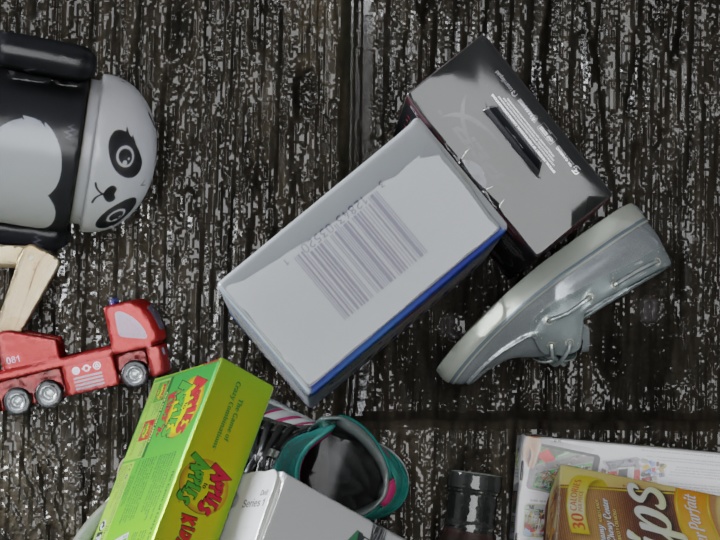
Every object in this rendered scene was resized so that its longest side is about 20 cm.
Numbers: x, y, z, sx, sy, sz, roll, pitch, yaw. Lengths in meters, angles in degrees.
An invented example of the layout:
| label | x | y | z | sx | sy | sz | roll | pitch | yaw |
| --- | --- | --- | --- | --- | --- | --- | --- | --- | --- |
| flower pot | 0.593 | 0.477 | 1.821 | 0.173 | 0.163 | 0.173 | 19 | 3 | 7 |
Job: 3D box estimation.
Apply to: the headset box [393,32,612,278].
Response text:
| label | x | y | z | sx | sy | sz | roll | pitch | yaw |
| --- | --- | --- | --- | --- | --- | --- | --- | --- | --- |
| headset box | 0.101 | -0.080 | 1.528 | 0.075 | 0.200 | 0.149 | -39 | 87 | -5 |

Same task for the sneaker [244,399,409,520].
| label | x | y | z | sx | sy | sz | roll | pitch | yaw |
| --- | --- | --- | --- | --- | --- | --- | --- | --- | --- |
| sneaker | -0.058 | 0.138 | 1.542 | 0.199 | 0.121 | 0.084 | 15 | 85 | -1 |

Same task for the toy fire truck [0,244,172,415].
| label | x | y | z | sx | sy | sz | roll | pitch | yaw |
| --- | --- | --- | --- | --- | --- | --- | --- | --- | --- |
| toy fire truck | -0.251 | 0.034 | 1.572 | 0.199 | 0.049 | 0.142 | -13 | 92 | -3 |

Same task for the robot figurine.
| label | x | y | z | sx | sy | sz | roll | pitch | yaw |
| --- | --- | --- | --- | --- | --- | --- | --- | --- | --- |
| robot figurine | -0.250 | -0.094 | 1.548 | 0.199 | 0.150 | 0.126 | 8 | 76 | -9 |

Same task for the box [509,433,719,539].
| label | x | y | z | sx | sy | sz | roll | pitch | yaw |
| --- | --- | --- | --- | --- | --- | --- | --- | --- | --- |
| box | 0.214 | 0.187 | 1.591 | 0.199 | 0.035 | 0.111 | 6 | 85 | -2 |

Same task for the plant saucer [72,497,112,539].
| label | x | y | z | sx | sy | sz | roll | pitch | yaw |
| --- | --- | --- | --- | --- | --- | --- | --- | --- | --- |
| plant saucer | -0.135 | 0.251 | 1.510 | 0.199 | 0.050 | 0.202 | 8 | 73 | -29 |

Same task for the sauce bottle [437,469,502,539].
| label | x | y | z | sx | sy | sz | roll | pitch | yaw |
| --- | --- | --- | --- | --- | --- | --- | --- | --- | --- |
| sauce bottle | 0.073 | 0.251 | 1.567 | 0.066 | 0.066 | 0.201 | 6 | 83 | -2 |

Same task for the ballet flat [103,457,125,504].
| label | x | y | z | sx | sy | sz | roll | pitch | yaw |
| --- | --- | --- | --- | --- | --- | --- | --- | --- | --- |
| ballet flat | -0.188 | 0.233 | 1.554 | 0.062 | 0.067 | 0.201 | 27 | 75 | -38 |

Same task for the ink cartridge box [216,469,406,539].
| label | x | y | z | sx | sy | sz | roll | pitch | yaw |
| --- | --- | --- | --- | --- | --- | --- | --- | --- | --- |
| ink cartridge box | -0.024 | 0.222 | 1.467 | 0.199 | 0.146 | 0.085 | 31 | 67 | -23 |

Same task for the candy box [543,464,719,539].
| label | x | y | z | sx | sy | sz | roll | pitch | yaw |
| --- | --- | --- | --- | --- | --- | --- | --- | --- | --- |
| candy box | 0.232 | 0.217 | 1.516 | 0.199 | 0.056 | 0.116 | 12 | 44 | -2 |

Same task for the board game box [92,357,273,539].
| label | x | y | z | sx | sy | sz | roll | pitch | yaw |
| --- | --- | --- | --- | --- | --- | --- | --- | --- | --- |
| board game box | -0.134 | 0.166 | 1.441 | 0.047 | 0.101 | 0.201 | 31 | 64 | -25 |

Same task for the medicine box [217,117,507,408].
| label | x | y | z | sx | sy | sz | roll | pitch | yaw |
| --- | --- | --- | --- | --- | --- | --- | --- | --- | --- |
| medicine box | 0.000 | 0.000 | 1.517 | 0.182 | 0.200 | 0.103 | -40 | 85 | -5 |

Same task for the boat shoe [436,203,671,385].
| label | x | y | z | sx | sy | sz | roll | pitch | yaw |
| --- | --- | --- | --- | --- | --- | --- | --- | --- | --- |
| boat shoe | 0.150 | 0.032 | 1.584 | 0.200 | 0.070 | 0.072 | -38 | 82 | -8 |
